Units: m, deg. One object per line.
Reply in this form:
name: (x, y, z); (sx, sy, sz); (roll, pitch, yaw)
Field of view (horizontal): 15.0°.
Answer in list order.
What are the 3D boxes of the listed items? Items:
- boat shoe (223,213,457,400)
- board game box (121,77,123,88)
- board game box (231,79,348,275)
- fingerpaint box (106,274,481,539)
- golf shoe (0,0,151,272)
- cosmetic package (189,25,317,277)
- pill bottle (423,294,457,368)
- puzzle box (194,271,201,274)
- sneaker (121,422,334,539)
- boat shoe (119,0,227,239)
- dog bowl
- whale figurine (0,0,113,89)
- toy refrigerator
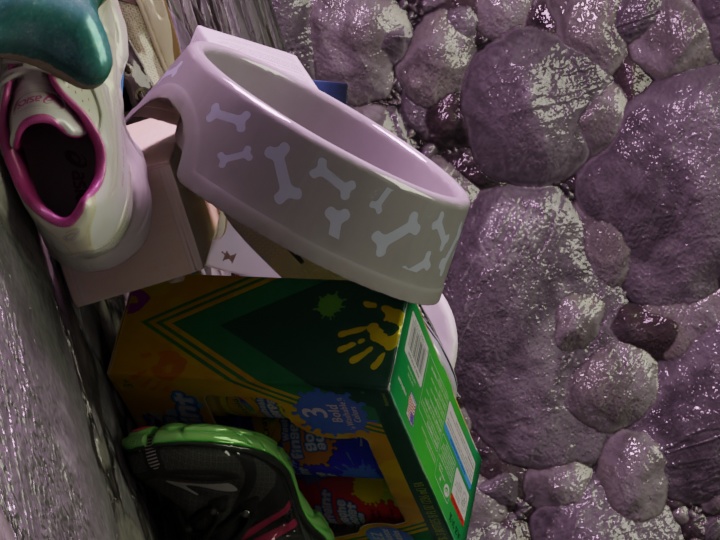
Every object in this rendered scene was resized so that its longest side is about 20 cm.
boat shoe: (0.000, 0.000, 1.627); (0.200, 0.072, 0.071); (54, 46, -10)
board game box: (-0.186, -0.189, 1.548); (0.151, 0.047, 0.201); (-99, 172, -65)
board game box: (-0.054, -0.032, 1.985); (0.135, 0.034, 0.201); (175, -81, -67)
fingerpaint box: (-0.034, 0.087, 1.577); (0.200, 0.166, 0.074); (68, 30, -54)
golf shoe: (-0.158, -0.101, 1.408); (0.092, 0.075, 0.201); (34, 38, -79)
cosmetic package: (-0.075, -0.079, 1.863); (0.108, 0.085, 0.200); (-66, -156, 18)
pill bottle: (-0.002, 0.059, 1.756); (0.200, 0.111, 0.111); (114, -40, -80)
puzzle box: (-0.113, 0.045, 1.760); (0.200, 0.025, 0.133); (-101, 174, -56)
sneaker: (-0.070, 0.148, 1.535); (0.200, 0.076, 0.084); (50, 42, -46)
boat shoe: (-0.140, -0.101, 1.712); (0.073, 0.065, 0.201); (19, -48, 58)
dog bowl: (-0.029, -0.057, 1.477); (0.200, 0.059, 0.200); (28, 11, -6)
whale figurine: (-0.146, -0.188, 1.370); (0.104, 0.159, 0.201); (-51, -154, 46)
toy refrigerator: (-0.126, -0.036, 1.553); (0.200, 0.076, 0.070); (-91, 164, -79)
